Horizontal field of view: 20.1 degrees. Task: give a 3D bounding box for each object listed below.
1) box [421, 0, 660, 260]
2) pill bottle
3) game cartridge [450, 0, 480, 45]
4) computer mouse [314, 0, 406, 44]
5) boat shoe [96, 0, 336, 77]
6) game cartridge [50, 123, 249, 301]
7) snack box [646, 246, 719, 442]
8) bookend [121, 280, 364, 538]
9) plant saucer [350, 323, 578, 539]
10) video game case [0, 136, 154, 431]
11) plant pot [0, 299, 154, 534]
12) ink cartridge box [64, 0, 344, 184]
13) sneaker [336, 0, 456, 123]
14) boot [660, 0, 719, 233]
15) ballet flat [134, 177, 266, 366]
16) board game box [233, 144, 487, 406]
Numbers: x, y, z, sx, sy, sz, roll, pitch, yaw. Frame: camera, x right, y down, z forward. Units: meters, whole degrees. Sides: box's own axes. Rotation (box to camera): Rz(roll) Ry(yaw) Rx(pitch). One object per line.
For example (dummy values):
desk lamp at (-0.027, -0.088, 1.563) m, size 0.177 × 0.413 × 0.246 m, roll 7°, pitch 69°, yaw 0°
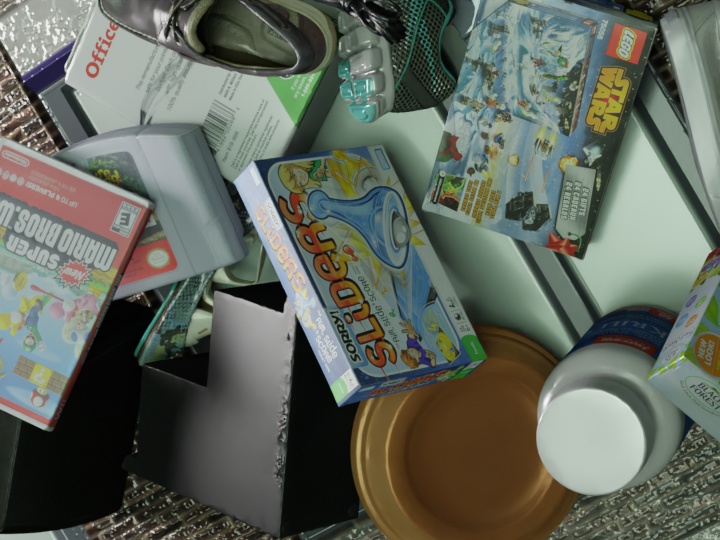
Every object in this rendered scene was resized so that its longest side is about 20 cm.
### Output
box at (0.139, -0.121, 1.582) m, size 0.137 × 0.040 × 0.200 m, roll 18°, pitch 115°, yaw 6°
pill bottle at (0.198, 0.101, 1.548) m, size 0.112 × 0.200 × 0.113 m, roll 4°, pitch 104°, yaw 17°
game cartridge at (0.082, -0.288, 1.586) m, size 0.133 × 0.040 × 0.200 m, roll -36°, pitch 90°, yaw 26°
computer mouse at (0.048, -0.221, 1.501) m, size 0.110 × 0.200 × 0.044 m, roll 25°, pitch 131°, yaw 37°
boat shoe at (-0.118, -0.195, 1.570) m, size 0.200 × 0.065 × 0.072 m, roll 19°, pitch 108°, yaw 14°
game cartridge at (-0.199, -0.046, 1.667) m, size 0.200 × 0.041 × 0.133 m, roll -17°, pitch 99°, yaw 29°
snack box at (0.322, 0.087, 1.509) m, size 0.200 × 0.142 × 0.053 m, roll 40°, pitch 141°, yaw -8°
bookend at (-0.094, 0.091, 1.668) m, size 0.200 × 0.092 × 0.199 m, roll 16°, pitch 106°, yaw 42°
plant saucer at (0.092, 0.144, 1.630) m, size 0.200 × 0.037 × 0.201 m, roll -1°, pitch 95°, yaw -13°
video game case at (-0.268, 0.009, 1.632) m, size 0.143 × 0.017 × 0.200 m, roll 23°, pitch 87°, yaw 14°
plant pot at (-0.315, 0.118, 1.743) m, size 0.199 × 0.177 × 0.201 m, roll 17°, pitch 106°, yaw 14°
ink cartridge box at (-0.121, -0.174, 1.656) m, size 0.200 × 0.083 × 0.147 m, roll 32°, pitch 111°, yaw 9°
sneaker at (0.029, -0.213, 1.573) m, size 0.091 × 0.078 × 0.201 m, roll -2°, pitch 88°, yaw -22°
boot at (0.296, -0.112, 1.536) m, size 0.095 × 0.074 × 0.200 m, roll -15°, pitch 110°, yaw 6°
ballet flat at (-0.124, 0.010, 1.712) m, size 0.074 × 0.074 × 0.200 m, roll 32°, pitch 112°, yaw 9°
board game box at (0.000, 0.000, 1.573) m, size 0.034 × 0.135 × 0.200 m, roll -44°, pitch 65°, yaw 44°
